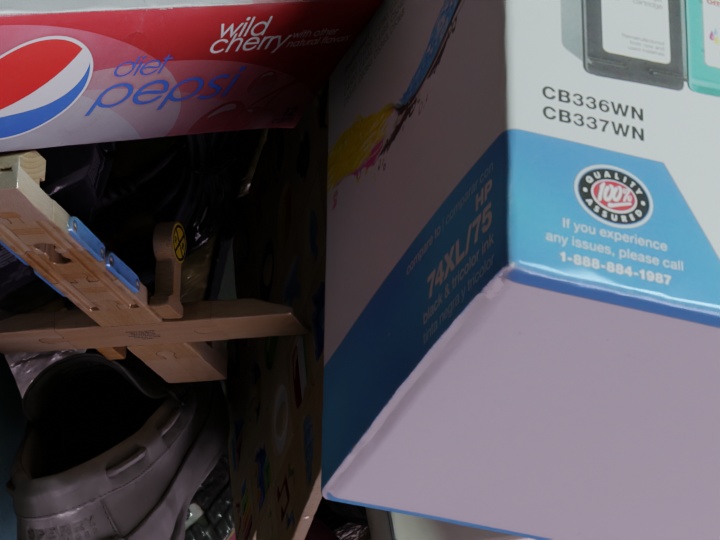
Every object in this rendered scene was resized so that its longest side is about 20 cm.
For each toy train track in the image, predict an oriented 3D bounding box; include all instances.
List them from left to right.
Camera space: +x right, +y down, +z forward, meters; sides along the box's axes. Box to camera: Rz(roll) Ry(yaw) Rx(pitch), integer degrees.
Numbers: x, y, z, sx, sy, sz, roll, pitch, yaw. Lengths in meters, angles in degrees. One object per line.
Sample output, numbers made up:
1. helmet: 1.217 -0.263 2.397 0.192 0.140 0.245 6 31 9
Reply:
1. toy train track: -0.086 -0.006 0.887 0.114 0.033 0.200 -4 161 15

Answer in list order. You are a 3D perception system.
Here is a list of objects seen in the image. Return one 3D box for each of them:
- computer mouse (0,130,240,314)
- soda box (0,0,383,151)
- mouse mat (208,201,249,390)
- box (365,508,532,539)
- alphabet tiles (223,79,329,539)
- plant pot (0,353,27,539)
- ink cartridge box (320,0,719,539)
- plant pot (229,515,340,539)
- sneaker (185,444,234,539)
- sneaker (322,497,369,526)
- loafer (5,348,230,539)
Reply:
1. computer mouse: -0.127 -0.013 0.934 0.200 0.046 0.141 -30 162 -21
2. soda box: -0.091 -0.081 0.799 0.199 0.070 0.063 -9 147 -44
3. mouse mat: 0.000 0.000 1.163 0.160 0.008 0.200 -23 154 -22
4. box: 0.102 0.092 1.252 0.199 0.083 0.068 -7 162 -9
5. alphabet tiles: -0.026 0.017 0.968 0.006 0.167 0.200 4 143 -14
6. plant pot: -0.194 0.127 0.998 0.200 0.135 0.200 -28 156 -13
7. ink cartridge box: 0.079 -0.036 0.825 0.146 0.201 0.146 12 146 -18
8. plant pot: -0.046 0.208 1.295 0.199 0.179 0.200 -27 156 -13
9. sneaker: -0.124 0.132 1.204 0.200 0.077 0.089 -35 171 18
10. sneaker: 0.059 0.095 1.347 0.199 0.076 0.088 -18 159 -31
11. loafer: -0.091 0.058 0.997 0.070 0.070 0.200 -15 -158 7
